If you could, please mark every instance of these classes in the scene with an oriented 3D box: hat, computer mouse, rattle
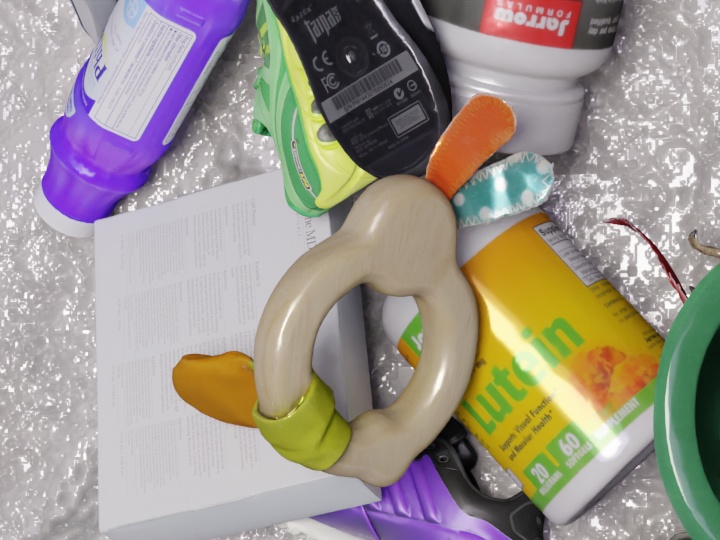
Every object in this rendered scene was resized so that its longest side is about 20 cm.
[{"bbox_3d":[0.213,0.065,0.875,0.165,0.176,0.201,4,83,-1],"label":"hat"},{"bbox_3d":[0.011,-0.154,0.876,0.140,0.046,0.200,-34,88,37],"label":"computer mouse"},{"bbox_3d":[0.000,0.000,0.897,0.130,0.143,0.201,20,89,-19],"label":"rattle"}]

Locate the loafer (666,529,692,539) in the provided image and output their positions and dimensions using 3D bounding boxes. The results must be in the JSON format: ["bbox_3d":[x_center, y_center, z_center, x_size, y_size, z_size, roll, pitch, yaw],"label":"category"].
[{"bbox_3d":[0.165,0.166,0.884,0.070,0.200,0.070,33,85,-14],"label":"loafer"}]

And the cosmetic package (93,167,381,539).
[{"bbox_3d":[-0.073,0.047,0.989,0.150,0.052,0.201,-15,59,17],"label":"cosmetic package"}]

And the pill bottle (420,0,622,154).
[{"bbox_3d":[0.088,-0.170,0.927,0.113,0.114,0.201,17,109,17],"label":"pill bottle"}]

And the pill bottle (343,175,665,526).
[{"bbox_3d":[0.082,0.030,0.948,0.111,0.111,0.200,-45,76,10],"label":"pill bottle"}]

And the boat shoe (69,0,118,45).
[{"bbox_3d":[-0.154,-0.199,0.994,0.072,0.200,0.066,-39,71,-11],"label":"boat shoe"}]

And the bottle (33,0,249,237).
[{"bbox_3d":[-0.132,-0.105,1.013,0.065,0.084,0.200,23,125,-18],"label":"bottle"}]

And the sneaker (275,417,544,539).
[{"bbox_3d":[0.017,0.122,0.992,0.199,0.070,0.100,22,79,21],"label":"sneaker"}]

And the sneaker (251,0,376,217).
[{"bbox_3d":[-0.037,-0.116,0.983,0.084,0.074,0.201,-47,39,38],"label":"sneaker"}]

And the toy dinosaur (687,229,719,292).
[{"bbox_3d":[0.247,-0.020,0.941,0.101,0.058,0.200,43,108,-1],"label":"toy dinosaur"}]
